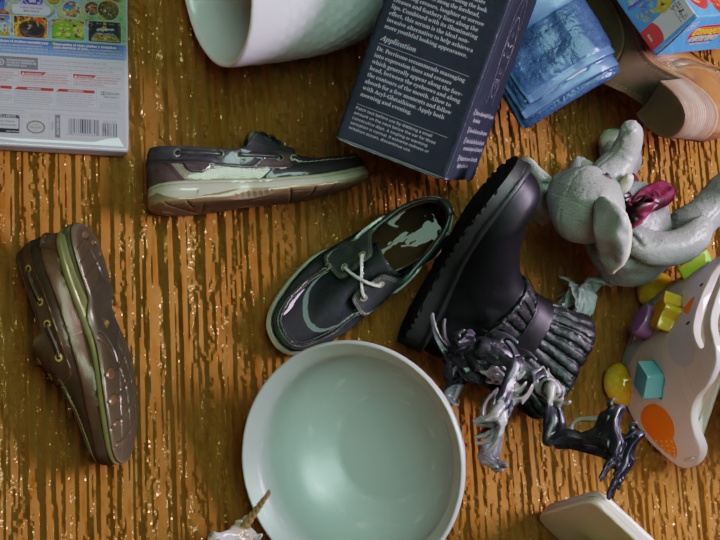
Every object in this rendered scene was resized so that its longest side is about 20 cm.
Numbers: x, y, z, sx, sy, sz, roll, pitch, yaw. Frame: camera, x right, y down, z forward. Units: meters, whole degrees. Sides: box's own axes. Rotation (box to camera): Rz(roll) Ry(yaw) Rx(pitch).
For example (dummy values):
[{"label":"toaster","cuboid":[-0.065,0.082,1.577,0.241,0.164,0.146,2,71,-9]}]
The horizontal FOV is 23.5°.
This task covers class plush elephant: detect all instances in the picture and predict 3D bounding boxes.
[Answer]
[{"label":"plush elephant","cuboid":[0.224,-0.062,1.546,0.164,0.155,0.200,33,79,34]}]

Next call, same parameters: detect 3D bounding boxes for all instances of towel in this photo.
[{"label":"towel","cuboid":[0.145,-0.241,1.583,0.111,0.049,0.201,-31,84,5]}]

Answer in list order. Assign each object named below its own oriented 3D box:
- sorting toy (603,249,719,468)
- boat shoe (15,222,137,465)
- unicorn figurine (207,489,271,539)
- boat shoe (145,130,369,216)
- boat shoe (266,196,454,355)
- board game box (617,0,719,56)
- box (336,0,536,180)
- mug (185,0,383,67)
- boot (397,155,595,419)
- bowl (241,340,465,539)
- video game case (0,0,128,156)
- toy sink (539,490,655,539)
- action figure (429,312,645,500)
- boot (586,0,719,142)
[{"label":"sorting toy","cuboid":[0.303,0.049,1.533,0.106,0.180,0.201,23,70,0]},{"label":"boat shoe","cuboid":[-0.234,0.065,1.432,0.067,0.072,0.202,-15,88,13]},{"label":"unicorn figurine","cuboid":[-0.137,0.286,1.401,0.136,0.074,0.202,-8,92,-29]},{"label":"boat shoe","cuboid":[-0.091,-0.090,1.512,0.198,0.072,0.065,-8,82,-13]},{"label":"boat shoe","cuboid":[0.000,0.000,1.518,0.200,0.068,0.072,-36,90,-21]},{"label":"board game box","cuboid":[0.288,-0.302,1.632,0.195,0.056,0.201,-14,67,-52]},{"label":"box","cuboid":[0.072,-0.188,1.497,0.106,0.148,0.201,21,96,10]},{"label":"mug","cuboid":[-0.061,-0.280,1.545,0.174,0.148,0.200,-11,49,-28]},{"label":"boot","cuboid":[0.143,0.016,1.509,0.157,0.212,0.080,26,29,-5]},{"label":"bowl","cuboid":[0.008,0.154,1.443,0.200,0.090,0.203,2,94,24]},{"label":"video game case","cuboid":[-0.274,-0.201,1.511,0.142,0.018,0.202,2,75,-17]},{"label":"toy sink","cuboid":[0.219,0.301,1.471,0.200,0.130,0.112,44,68,-3]},{"label":"action figure","cuboid":[0.127,0.114,1.425,0.199,0.119,0.102,29,83,23]},{"label":"boot","cuboid":[0.283,-0.201,1.645,0.154,0.074,0.201,-10,64,-51]}]
